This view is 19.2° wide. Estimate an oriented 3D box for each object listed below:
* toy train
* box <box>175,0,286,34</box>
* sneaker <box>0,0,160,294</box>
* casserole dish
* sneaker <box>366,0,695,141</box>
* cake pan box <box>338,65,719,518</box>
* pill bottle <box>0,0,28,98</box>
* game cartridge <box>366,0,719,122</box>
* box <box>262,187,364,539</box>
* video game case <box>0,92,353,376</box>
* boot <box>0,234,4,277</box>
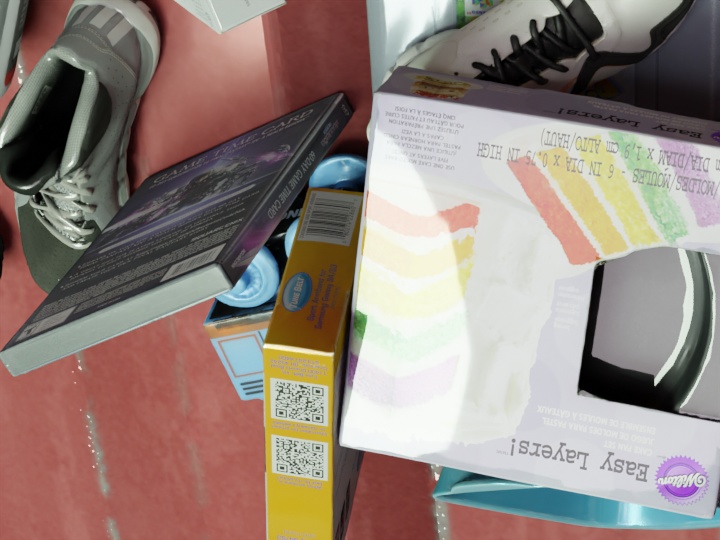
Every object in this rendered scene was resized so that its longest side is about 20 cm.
[{"bbox_3d":[0.000,0.000,1.170,0.198,0.087,0.115,-12,122,23],"label":"toy train"},{"bbox_3d":[-0.107,-0.225,1.045,0.041,0.156,0.201,-24,110,-9],"label":"box"},{"bbox_3d":[-0.174,-0.053,1.181,0.074,0.116,0.201,19,122,9],"label":"sneaker"},{"bbox_3d":[0.128,0.111,1.144,0.121,0.199,0.039,-11,72,43],"label":"casserole dish"},{"bbox_3d":[0.085,-0.104,1.042,0.199,0.080,0.074,-34,101,30],"label":"sneaker"},{"bbox_3d":[0.096,0.012,1.011,0.198,0.052,0.186,11,112,11],"label":"cake pan box"},{"bbox_3d":[-0.224,-0.192,1.124,0.115,0.116,0.201,22,122,7],"label":"pill bottle"},{"bbox_3d":[0.098,-0.126,1.092,0.198,0.041,0.134,5,123,18],"label":"game cartridge"},{"bbox_3d":[-0.021,0.071,1.103,0.041,0.120,0.201,8,132,5],"label":"box"},{"bbox_3d":[-0.093,-0.022,1.117,0.142,0.200,0.019,-21,109,28],"label":"video game case"},{"bbox_3d":[-0.284,0.029,1.289,0.167,0.076,0.201,-16,105,31],"label":"boot"}]
